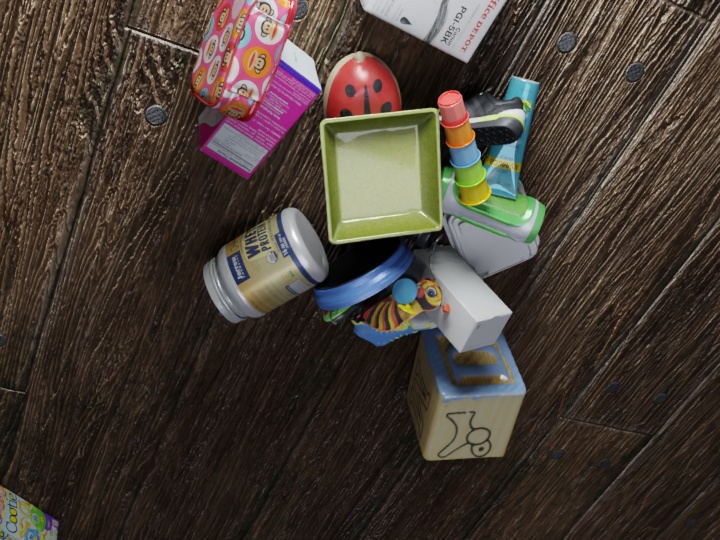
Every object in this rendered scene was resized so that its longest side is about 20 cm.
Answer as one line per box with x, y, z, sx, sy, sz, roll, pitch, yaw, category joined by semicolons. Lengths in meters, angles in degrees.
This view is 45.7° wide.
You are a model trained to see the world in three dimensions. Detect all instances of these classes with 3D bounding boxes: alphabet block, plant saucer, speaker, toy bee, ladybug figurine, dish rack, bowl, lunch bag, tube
0.217;0.259;1.809;0.190;0.198;0.203;1;129;-12;alphabet block
0.032;-0.157;1.397;0.195;0.048;0.205;-8;108;-11;plant saucer
0.229;-0.118;1.542;0.196;0.089;0.090;21;125;-3;speaker
0.104;0.052;1.535;0.109;0.131;0.200;46;122;2;toy bee
0.006;-0.263;1.416;0.132;0.073;0.203;-12;130;-2;ladybug figurine
0.257;-0.069;1.651;0.168;0.044;0.202;-22;129;7;dish rack
0.000;0.000;1.555;0.197;0.201;0.040;-26;107;9;bowl
-0.181;-0.332;1.251;0.081;0.176;0.203;17;103;-36;lunch bag
0.258;-0.229;1.474;0.076;0.051;0.204;13;107;0;tube

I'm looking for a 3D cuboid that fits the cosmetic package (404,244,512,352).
0.177;0.049;1.610;0.106;0.201;0.086;-6;136;-40;cosmetic package

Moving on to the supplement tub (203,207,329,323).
-0.170;-0.006;1.539;0.197;0.146;0.145;-29;129;11;supplement tub

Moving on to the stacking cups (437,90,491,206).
0.167;-0.204;1.411;0.059;0.061;0.202;-20;128;4;stacking cups

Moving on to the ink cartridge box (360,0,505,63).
0.115;-0.430;1.296;0.197;0.084;0.148;19;122;-25;ink cartridge box

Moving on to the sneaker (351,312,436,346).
0.073;0.104;1.741;0.195;0.077;0.106;6;140;-8;sneaker

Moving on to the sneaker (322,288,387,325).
0.002;0.064;1.608;0.076;0.199;0.086;-11;100;36;sneaker

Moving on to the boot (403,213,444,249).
0.063;-0.110;1.543;0.166;0.200;0.077;31;100;6;boot

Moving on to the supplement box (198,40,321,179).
-0.164;-0.264;1.358;0.102;0.102;0.200;30;118;-32;supplement box

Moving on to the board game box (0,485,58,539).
-0.786;0.581;1.907;0.102;0.106;0.201;-29;130;12;board game box

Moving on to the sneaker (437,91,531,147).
0.194;-0.259;1.449;0.196;0.084;0.072;7;155;28;sneaker
